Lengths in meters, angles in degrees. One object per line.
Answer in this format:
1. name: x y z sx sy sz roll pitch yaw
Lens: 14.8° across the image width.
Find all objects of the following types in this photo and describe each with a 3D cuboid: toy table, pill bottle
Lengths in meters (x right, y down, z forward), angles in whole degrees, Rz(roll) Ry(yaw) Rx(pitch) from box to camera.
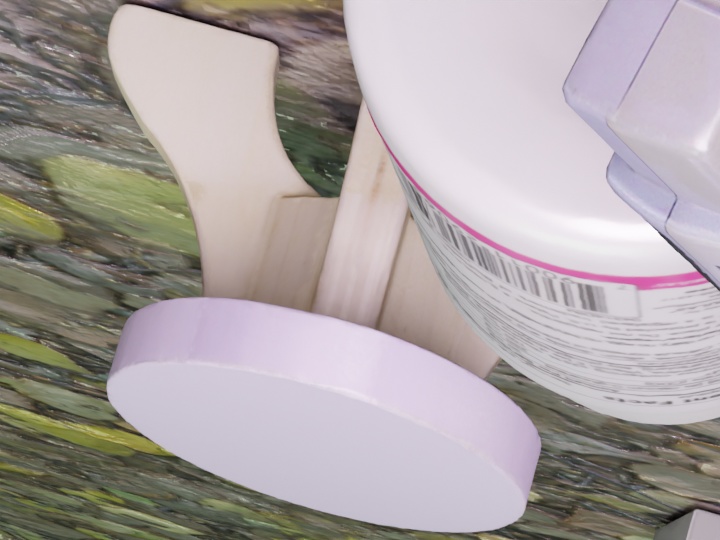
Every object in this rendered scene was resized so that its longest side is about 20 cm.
1. toy table: 0.000 0.000 0.817 0.183 0.117 0.200 18 167 -9
2. pill bottle: 0.064 -0.032 0.596 0.113 0.114 0.200 14 168 10

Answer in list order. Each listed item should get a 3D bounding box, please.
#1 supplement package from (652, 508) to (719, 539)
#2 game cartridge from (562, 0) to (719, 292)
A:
1. supplement package: 0.247 0.208 1.453 0.200 0.110 0.114 16 168 -2
2. game cartridge: 0.104 -0.041 0.462 0.038 0.130 0.200 32 178 32
